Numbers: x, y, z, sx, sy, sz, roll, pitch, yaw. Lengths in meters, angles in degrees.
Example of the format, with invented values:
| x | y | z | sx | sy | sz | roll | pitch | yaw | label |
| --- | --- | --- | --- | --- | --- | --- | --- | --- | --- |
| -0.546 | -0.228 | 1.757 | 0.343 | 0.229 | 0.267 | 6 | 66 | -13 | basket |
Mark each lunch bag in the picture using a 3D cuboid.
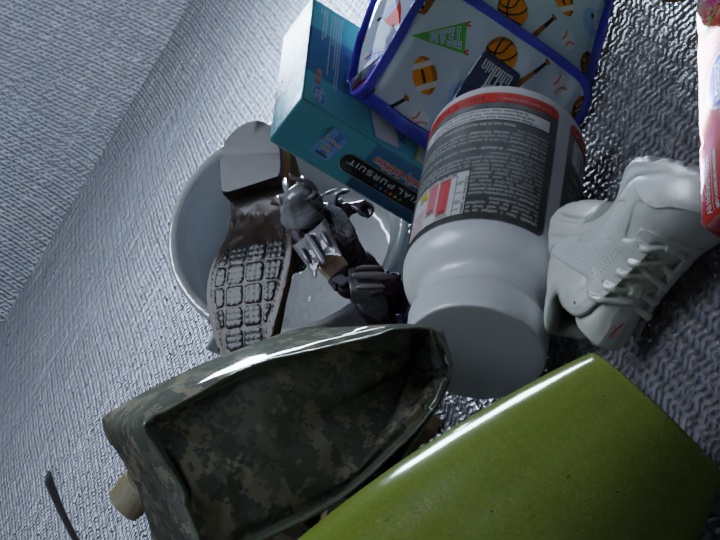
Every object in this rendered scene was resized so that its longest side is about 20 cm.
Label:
| x | y | z | sx | sy | sz | roll | pitch | yaw | label |
| --- | --- | --- | --- | --- | --- | --- | --- | --- | --- |
| -0.045 | 0.098 | 1.163 | 0.199 | 0.118 | 0.164 | -26 | 4 | -18 | lunch bag |
| 0.091 | -0.171 | 1.405 | 0.124 | 0.169 | 0.201 | -31 | 33 | 54 | lunch bag |

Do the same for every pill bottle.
| x | y | z | sx | sy | sz | roll | pitch | yaw | label |
| --- | --- | --- | --- | --- | --- | --- | --- | --- | --- |
| 0.090 | -0.020 | 1.264 | 0.116 | 0.115 | 0.201 | -43 | 25 | 43 | pill bottle |

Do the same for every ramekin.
| x | y | z | sx | sy | sz | roll | pitch | yaw | label |
| --- | --- | --- | --- | --- | --- | --- | --- | --- | --- |
| -0.051 | -0.015 | 1.520 | 0.098 | 0.199 | 0.202 | 69 | -142 | -59 | ramekin |

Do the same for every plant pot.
| x | y | z | sx | sy | sz | roll | pitch | yaw | label |
| --- | --- | --- | --- | --- | --- | --- | --- | --- | --- |
| 0.085 | 0.147 | 0.951 | 0.200 | 0.187 | 0.187 | -46 | 18 | -2 | plant pot |

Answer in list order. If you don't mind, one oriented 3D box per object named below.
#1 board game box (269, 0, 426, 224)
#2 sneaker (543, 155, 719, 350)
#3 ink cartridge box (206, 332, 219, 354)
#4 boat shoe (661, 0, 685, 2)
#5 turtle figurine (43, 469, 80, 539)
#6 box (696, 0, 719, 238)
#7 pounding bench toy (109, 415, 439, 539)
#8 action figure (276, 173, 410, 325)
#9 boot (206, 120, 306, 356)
| x | y | z | sx | sy | sz | roll | pitch | yaw | label |
| --- | --- | --- | --- | --- | --- | --- | --- | --- | --- |
| 0.029 | -0.106 | 1.423 | 0.047 | 0.199 | 0.152 | -48 | 21 | 31 | board game box |
| 0.169 | -0.002 | 1.112 | 0.200 | 0.077 | 0.100 | 139 | 149 | -67 | sneaker |
| -0.058 | -0.018 | 1.673 | 0.145 | 0.087 | 0.201 | 127 | 163 | -66 | ink cartridge box |
| 0.238 | -0.216 | 1.128 | 0.200 | 0.073 | 0.063 | -39 | -10 | -48 | boat shoe |
| -0.179 | 0.253 | 1.503 | 0.200 | 0.142 | 0.196 | 64 | -159 | -60 | turtle figurine |
| 0.245 | -0.095 | 0.985 | 0.100 | 0.095 | 0.201 | -47 | 23 | 40 | box |
| -0.067 | 0.134 | 1.326 | 0.124 | 0.199 | 0.157 | -36 | 31 | 52 | pounding bench toy |
| 0.000 | 0.000 | 1.344 | 0.069 | 0.200 | 0.131 | -26 | 37 | 13 | action figure |
| -0.062 | -0.005 | 1.407 | 0.074 | 0.097 | 0.202 | -8 | 64 | 24 | boot |
